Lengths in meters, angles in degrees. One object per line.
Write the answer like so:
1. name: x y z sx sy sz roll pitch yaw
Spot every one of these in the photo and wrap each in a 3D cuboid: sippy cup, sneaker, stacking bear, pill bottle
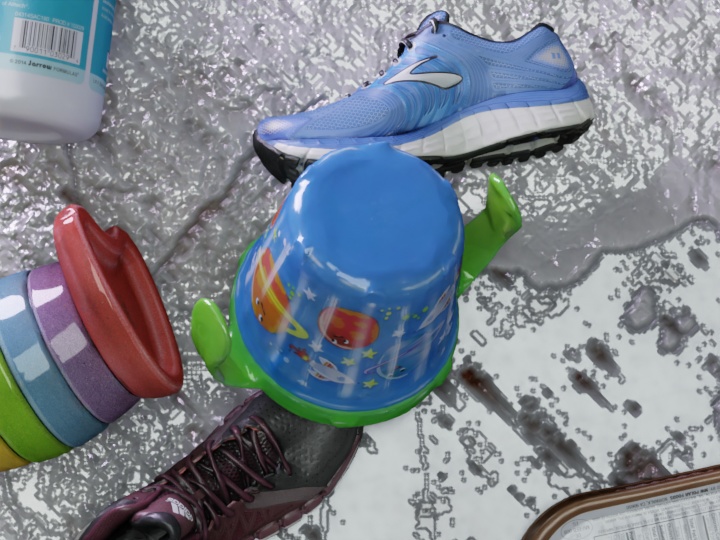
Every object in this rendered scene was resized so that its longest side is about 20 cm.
1. sippy cup: 0.000 0.000 1.192 0.139 0.130 0.178 27 61 3
2. sneaker: 0.032 -0.099 1.257 0.199 0.079 0.090 -12 77 -10
3. sneaker: -0.081 0.129 1.205 0.200 0.116 0.076 -38 85 -4
4. stacking bear: -0.212 0.063 1.221 0.199 0.121 0.114 -27 77 6
5. pill bottle: -0.193 -0.180 1.240 0.110 0.111 0.201 7 83 0

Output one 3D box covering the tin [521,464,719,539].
1. tin: 0.186 0.176 1.242 0.199 0.042 0.113 -12 88 -2
